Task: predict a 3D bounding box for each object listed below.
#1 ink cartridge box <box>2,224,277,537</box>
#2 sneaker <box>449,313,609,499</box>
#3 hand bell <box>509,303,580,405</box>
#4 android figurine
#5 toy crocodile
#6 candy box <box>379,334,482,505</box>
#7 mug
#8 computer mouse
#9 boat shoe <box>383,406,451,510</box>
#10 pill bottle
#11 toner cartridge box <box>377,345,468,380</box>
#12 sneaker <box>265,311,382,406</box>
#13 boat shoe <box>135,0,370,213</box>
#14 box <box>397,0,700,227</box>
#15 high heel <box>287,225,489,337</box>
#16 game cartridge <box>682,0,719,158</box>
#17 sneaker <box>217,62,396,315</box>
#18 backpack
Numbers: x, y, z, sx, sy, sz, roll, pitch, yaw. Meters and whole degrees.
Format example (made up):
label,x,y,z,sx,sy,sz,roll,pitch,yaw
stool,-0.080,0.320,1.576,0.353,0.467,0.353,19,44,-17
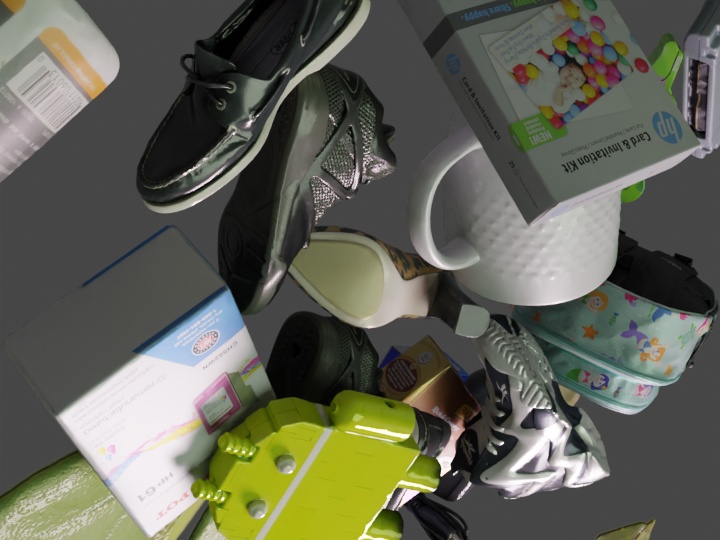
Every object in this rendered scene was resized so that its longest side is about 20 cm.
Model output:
label,x,y,z,sx,sy,sz,roll,pitch,yaw
ink cartridge box,-0.148,0.087,0.824,0.144,0.085,0.200,-37,147,-16
sneaker,0.120,0.134,0.986,0.129,0.080,0.199,-29,126,19
hand bell,0.172,0.054,1.173,0.104,0.104,0.201,-33,132,-21
android figurine,-0.035,0.166,0.870,0.199,0.041,0.182,20,113,-34
toy crocodile,0.259,-0.134,1.083,0.068,0.062,0.201,-70,177,-60
candy box,0.019,0.165,1.055,0.200,0.056,0.117,-37,127,-1
mug,0.119,-0.074,0.903,0.200,0.148,0.176,-28,132,-26
computer mouse,0.103,0.182,1.156,0.200,0.138,0.053,-53,146,10
boat shoe,0.019,0.206,0.998,0.063,0.073,0.200,8,121,-35
pill bottle,-0.225,-0.076,0.540,0.200,0.116,0.116,-43,147,-5
toner cartridge box,0.020,0.170,1.137,0.095,0.043,0.200,10,117,-53
sneaker,-0.045,0.130,0.978,0.114,0.076,0.200,10,112,-45
boat shoe,-0.076,-0.125,0.694,0.199,0.074,0.066,-45,145,-5
box,0.134,-0.145,0.801,0.156,0.201,0.041,-21,168,-33
high heel,0.000,0.000,0.941,0.199,0.143,0.072,21,97,-19
game cartridge,0.362,-0.216,1.100,0.133,0.041,0.200,-52,152,-15
sneaker,-0.035,-0.055,0.810,0.114,0.076,0.200,-3,122,-39
backpack,0.230,0.042,1.036,0.151,0.177,0.200,-66,164,10
